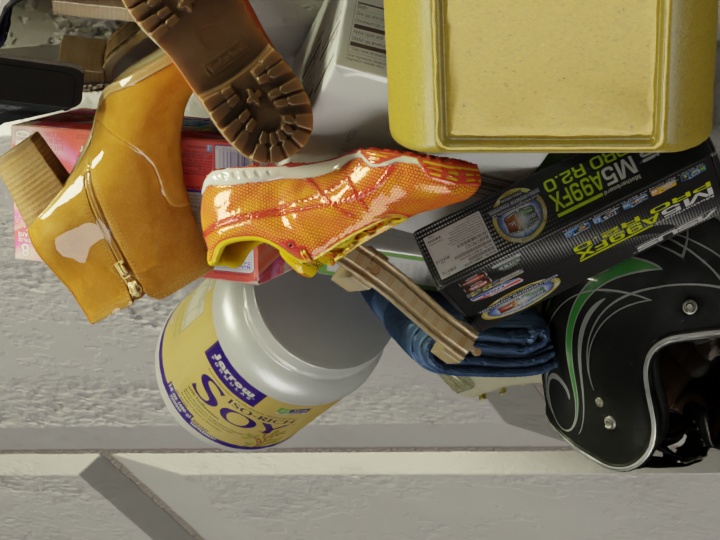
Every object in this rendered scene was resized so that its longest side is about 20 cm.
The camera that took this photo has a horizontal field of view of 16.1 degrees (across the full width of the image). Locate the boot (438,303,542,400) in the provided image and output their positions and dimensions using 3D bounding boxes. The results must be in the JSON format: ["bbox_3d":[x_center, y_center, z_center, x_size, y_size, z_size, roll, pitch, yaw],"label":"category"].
[{"bbox_3d":[0.156,0.073,2.080,0.200,0.072,0.154,31,147,-28],"label":"boot"}]

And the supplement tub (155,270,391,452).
[{"bbox_3d":[-0.066,0.051,2.023,0.145,0.146,0.200,18,153,-18],"label":"supplement tub"}]

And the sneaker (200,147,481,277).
[{"bbox_3d":[-0.010,-0.037,1.624,0.199,0.077,0.073,-9,172,31],"label":"sneaker"}]

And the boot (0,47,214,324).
[{"bbox_3d":[-0.135,-0.063,1.726,0.201,0.071,0.144,-33,100,14],"label":"boot"}]

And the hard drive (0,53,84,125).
[{"bbox_3d":[-0.285,-0.127,1.754,0.139,0.033,0.200,5,178,-23],"label":"hard drive"}]

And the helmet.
[{"bbox_3d":[0.227,0.039,1.846,0.199,0.191,0.200,12,-161,-4],"label":"helmet"}]

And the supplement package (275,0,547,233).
[{"bbox_3d":[0.042,-0.117,1.675,0.155,0.111,0.200,14,155,-9],"label":"supplement package"}]

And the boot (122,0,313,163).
[{"bbox_3d":[-0.101,-0.157,1.625,0.075,0.200,0.107,-29,-175,-2],"label":"boot"}]

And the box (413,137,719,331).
[{"bbox_3d":[0.145,-0.033,1.696,0.199,0.044,0.160,-26,164,5],"label":"box"}]

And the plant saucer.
[{"bbox_3d":[0.112,-0.138,1.500,0.199,0.049,0.200,0,132,4],"label":"plant saucer"}]

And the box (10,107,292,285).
[{"bbox_3d":[-0.139,-0.055,1.811,0.199,0.103,0.095,5,-168,24],"label":"box"}]

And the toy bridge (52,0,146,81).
[{"bbox_3d":[-0.170,-0.183,1.691,0.067,0.027,0.200,6,155,-1],"label":"toy bridge"}]

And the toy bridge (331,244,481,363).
[{"bbox_3d":[0.000,0.000,1.704,0.200,0.027,0.067,34,170,-10],"label":"toy bridge"}]

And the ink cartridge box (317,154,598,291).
[{"bbox_3d":[0.074,-0.041,1.832,0.199,0.104,0.059,8,155,2],"label":"ink cartridge box"}]

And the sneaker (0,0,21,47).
[{"bbox_3d":[-0.294,-0.183,1.690,0.199,0.081,0.115,-8,148,29],"label":"sneaker"}]

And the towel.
[{"bbox_3d":[0.061,0.026,1.878,0.111,0.049,0.200,1,-157,-19],"label":"towel"}]
